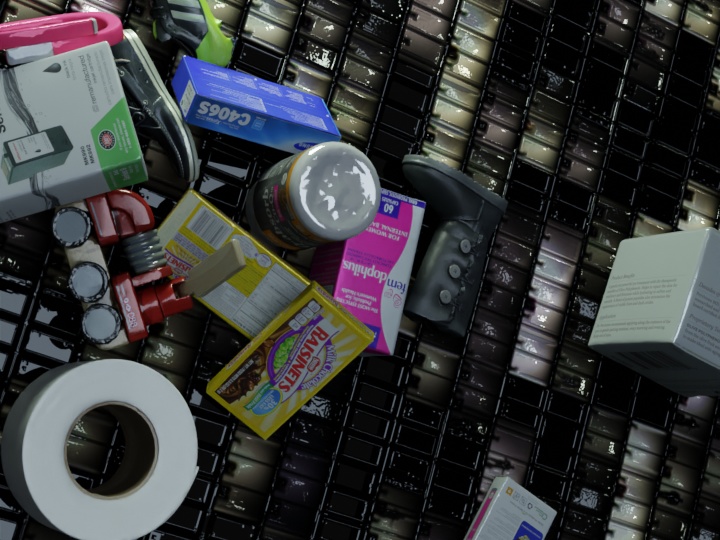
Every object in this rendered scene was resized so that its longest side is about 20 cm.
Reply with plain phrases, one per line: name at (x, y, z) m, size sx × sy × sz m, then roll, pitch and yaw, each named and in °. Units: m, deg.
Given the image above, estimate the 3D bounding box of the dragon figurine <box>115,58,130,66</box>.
dragon figurine at (-0.356, -0.180, 1.639) m, size 0.198 × 0.059 × 0.100 m, roll -19°, pitch 94°, yaw -15°

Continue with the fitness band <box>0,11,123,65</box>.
fitness band at (-0.370, -0.268, 1.601) m, size 0.198 × 0.143 × 0.038 m, roll -14°, pitch 110°, yaw -25°

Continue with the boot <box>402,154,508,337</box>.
boot at (0.096, -0.031, 1.843) m, size 0.164 × 0.066 × 0.202 m, roll 26°, pitch 80°, yaw -19°

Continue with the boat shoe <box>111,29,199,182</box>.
boat shoe at (-0.257, -0.192, 1.688) m, size 0.062 × 0.075 × 0.201 m, roll -30°, pitch 93°, yaw -18°

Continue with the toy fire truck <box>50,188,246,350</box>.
toy fire truck at (-0.243, -0.017, 1.619) m, size 0.198 × 0.129 × 0.178 m, roll -17°, pitch 92°, yaw -9°

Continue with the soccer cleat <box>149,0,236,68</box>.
soccer cleat at (-0.231, -0.329, 1.716) m, size 0.081 × 0.067 × 0.201 m, roll -34°, pitch 100°, yaw -10°

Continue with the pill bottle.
pill bottle at (-0.064, -0.085, 1.694) m, size 0.115 × 0.200 × 0.118 m, roll 2°, pitch 84°, yaw -24°

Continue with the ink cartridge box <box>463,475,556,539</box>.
ink cartridge box at (0.178, 0.382, 1.855) m, size 0.094 × 0.037 × 0.201 m, roll 36°, pitch 70°, yaw -19°

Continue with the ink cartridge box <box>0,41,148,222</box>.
ink cartridge box at (-0.352, -0.149, 1.555) m, size 0.198 × 0.084 × 0.147 m, roll -18°, pitch 80°, yaw -7°

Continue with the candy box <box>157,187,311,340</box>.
candy box at (-0.161, 0.000, 1.712) m, size 0.199 × 0.026 × 0.102 m, roll 39°, pitch 97°, yaw -17°

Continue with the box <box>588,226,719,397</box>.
box at (0.462, 0.062, 1.923) m, size 0.199 × 0.199 × 0.173 m, roll 25°, pitch 75°, yaw -22°

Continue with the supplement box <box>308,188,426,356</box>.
supplement box at (0.000, 0.000, 1.771) m, size 0.100 × 0.103 × 0.202 m, roll 16°, pitch 81°, yaw -23°

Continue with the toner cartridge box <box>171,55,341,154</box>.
toner cartridge box at (-0.128, -0.197, 1.720) m, size 0.198 × 0.095 × 0.043 m, roll 14°, pitch 122°, yaw -29°

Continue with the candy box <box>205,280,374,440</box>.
candy box at (-0.086, 0.111, 1.697) m, size 0.102 × 0.026 × 0.200 m, roll 39°, pitch 112°, yaw -18°

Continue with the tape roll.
tape roll at (-0.299, 0.203, 1.595) m, size 0.201 × 0.139 × 0.205 m, roll 2°, pitch 85°, yaw -25°
